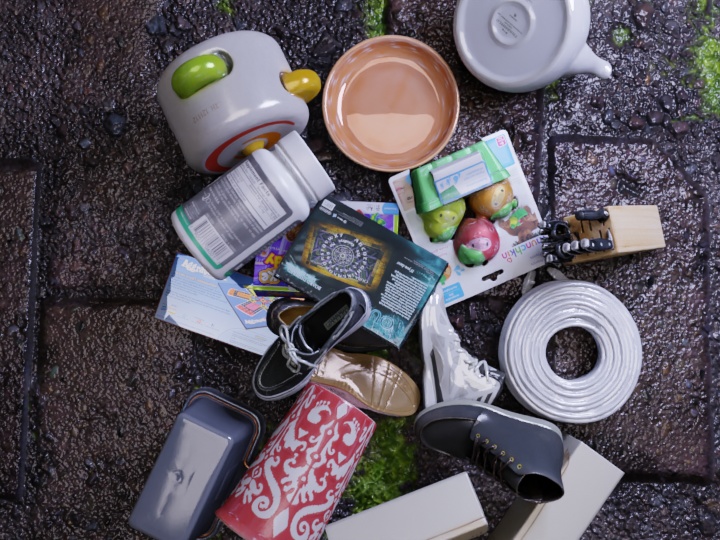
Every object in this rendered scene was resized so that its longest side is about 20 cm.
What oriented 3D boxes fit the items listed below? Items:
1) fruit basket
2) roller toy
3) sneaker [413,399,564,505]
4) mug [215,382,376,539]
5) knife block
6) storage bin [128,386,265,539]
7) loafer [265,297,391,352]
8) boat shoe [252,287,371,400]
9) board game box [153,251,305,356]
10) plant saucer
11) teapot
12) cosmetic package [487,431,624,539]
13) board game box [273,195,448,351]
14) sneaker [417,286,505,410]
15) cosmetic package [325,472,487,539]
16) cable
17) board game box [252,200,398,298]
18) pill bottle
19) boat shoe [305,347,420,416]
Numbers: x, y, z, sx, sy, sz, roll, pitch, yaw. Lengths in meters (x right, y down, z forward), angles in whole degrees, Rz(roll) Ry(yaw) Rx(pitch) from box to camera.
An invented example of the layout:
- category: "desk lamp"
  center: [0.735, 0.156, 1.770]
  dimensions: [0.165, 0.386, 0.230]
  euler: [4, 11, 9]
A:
- category: "fruit basket"
  center: [0.159, -0.072, 1.014]
  dimensions: [0.184, 0.094, 0.201]
  euler: [-22, 89, -1]
- category: "roller toy"
  center: [-0.168, -0.219, 0.986]
  dimensions: [0.199, 0.182, 0.141]
  euler: [-22, 83, -34]
- category: "sneaker"
  center: [0.164, 0.231, 0.930]
  dimensions: [0.198, 0.106, 0.075]
  euler: [6, 117, 7]
- category: "mug"
  center: [-0.086, 0.256, 0.944]
  dimensions: [0.133, 0.177, 0.201]
  euler: [39, 73, -25]
- category: "knife block"
  center: [0.333, -0.051, 0.967]
  dimensions: [0.198, 0.176, 0.064]
  euler: [-10, 86, 0]
- category: "storage bin"
  center: [-0.217, 0.276, 0.972]
  dimensions: [0.145, 0.134, 0.201]
  euler: [25, 87, 3]
- category: "loafer"
  center: [-0.031, 0.079, 1.007]
  dimensions: [0.198, 0.072, 0.073]
  euler: [4, 87, -10]
- category: "boat shoe"
  center: [-0.071, 0.096, 0.922]
  dimensions: [0.199, 0.068, 0.074]
  euler: [-38, 74, 14]
- category: "board game box"
  center: [-0.188, 0.053, 1.045]
  dimensions: [0.199, 0.019, 0.104]
  euler: [19, 87, 2]
- category: "plant saucer"
  center: [0.044, -0.240, 1.056]
  dimensions: [0.198, 0.037, 0.202]
  euler: [0, 85, 1]
- category: "teapot"
  center: [0.231, -0.349, 1.012]
  dimensions: [0.196, 0.146, 0.201]
  euler: [-3, 106, 33]
- category: "cosmetic package"
  center: [0.257, 0.325, 0.976]
  dimensions: [0.073, 0.104, 0.201]
  euler: [35, 86, 4]
- category: "board game box"
  center: [0.000, 0.000, 0.975]
  dimensions: [0.199, 0.028, 0.136]
  euler: [30, 80, 10]
- category: "sneaker"
  center: [0.141, 0.117, 1.000]
  dimensions: [0.114, 0.076, 0.202]
  euler: [-4, 95, 12]
- category: "cosmetic package"
  center: [0.064, 0.345, 0.963]
  dimensions: [0.199, 0.104, 0.073]
  euler: [-22, 63, 0]
- category: "cable"
  center: [0.293, 0.112, 1.008]
  dimensions: [0.199, 0.069, 0.201]
  euler: [26, 86, 3]
- category: "board game box"
  center: [-0.047, -0.029, 1.026]
  dimensions: [0.198, 0.045, 0.136]
  euler: [2, 76, 1]
- category: "pill bottle"
  center: [-0.140, -0.088, 0.959]
  dimensions: [0.199, 0.113, 0.113]
  euler: [-36, 86, 0]
- category: "boat shoe"
  center: [-0.014, 0.153, 1.013]
  dimensions: [0.199, 0.069, 0.071]
  euler: [23, 65, -6]
